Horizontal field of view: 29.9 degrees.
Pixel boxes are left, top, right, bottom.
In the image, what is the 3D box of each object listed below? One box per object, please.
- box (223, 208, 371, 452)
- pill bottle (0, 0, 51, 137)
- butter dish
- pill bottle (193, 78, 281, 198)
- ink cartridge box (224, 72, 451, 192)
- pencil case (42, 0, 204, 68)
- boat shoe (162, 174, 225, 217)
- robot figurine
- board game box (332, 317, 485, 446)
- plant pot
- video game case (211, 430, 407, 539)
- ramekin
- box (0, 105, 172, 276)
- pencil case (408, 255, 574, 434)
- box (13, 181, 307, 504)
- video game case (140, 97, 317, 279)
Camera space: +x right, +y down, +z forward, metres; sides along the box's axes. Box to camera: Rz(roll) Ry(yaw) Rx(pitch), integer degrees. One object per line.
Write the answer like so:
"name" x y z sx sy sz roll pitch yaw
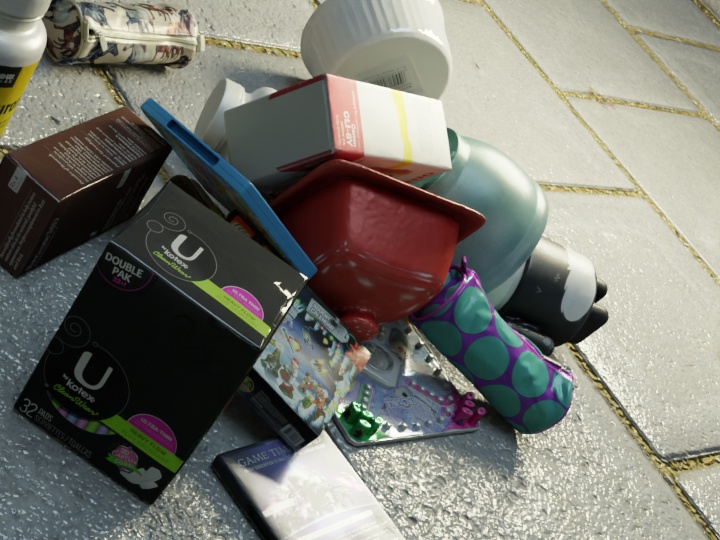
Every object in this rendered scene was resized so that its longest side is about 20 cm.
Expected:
"box" -0.090 0.054 1.267 0.200 0.040 0.137 47 37 -9
"pill bottle" -0.364 -0.203 1.269 0.111 0.200 0.112 25 32 -17
"butter dish" 0.000 0.000 1.368 0.198 0.200 0.149 18 61 -29
"pill bottle" -0.086 -0.140 1.552 0.199 0.113 0.113 25 32 -19
"ink cartridge box" -0.020 -0.133 1.400 0.199 0.144 0.084 3 76 -50
"pencil case" -0.276 -0.276 1.575 0.089 0.078 0.199 30 23 33
"boat shoe" -0.143 -0.017 1.381 0.076 0.072 0.201 27 30 -46
"robot figurine" 0.203 0.019 1.626 0.199 0.126 0.150 23 10 -22
"board game box" 0.018 0.092 1.430 0.199 0.026 0.201 1 46 -45
"plant pot" 0.095 -0.077 1.528 0.134 0.199 0.201 49 22 -31
"video game case" -0.028 0.231 1.204 0.142 0.019 0.200 -9 52 -51
"ramekin" 0.026 -0.280 1.782 0.199 0.201 0.098 12 45 -35
"box" -0.274 -0.081 1.293 0.075 0.100 0.200 41 31 8
"pencil case" 0.145 0.084 1.466 0.200 0.092 0.085 44 13 -18
"box" -0.165 0.060 1.115 0.148 0.200 0.124 35 30 -2
"video game case" -0.130 -0.081 1.318 0.200 0.018 0.143 41 -9 43
